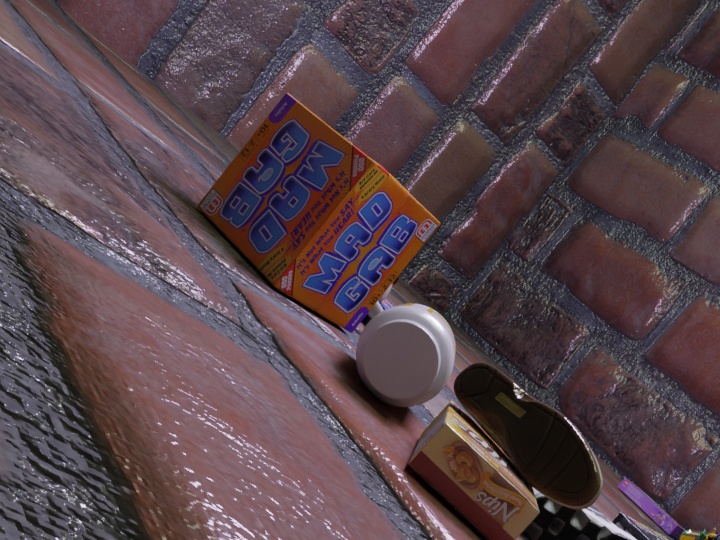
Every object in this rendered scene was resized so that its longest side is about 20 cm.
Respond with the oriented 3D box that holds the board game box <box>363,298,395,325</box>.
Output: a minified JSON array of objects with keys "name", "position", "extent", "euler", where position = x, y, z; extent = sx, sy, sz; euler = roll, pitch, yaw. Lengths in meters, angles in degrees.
[{"name":"board game box","position":[0.059,0.098,1.665],"extent":[0.134,0.045,0.200],"euler":[40,4,-15]}]

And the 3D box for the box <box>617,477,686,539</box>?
[{"name":"box","position":[0.848,0.694,2.784],"extent":[0.200,0.039,0.137],"euler":[44,4,39]}]

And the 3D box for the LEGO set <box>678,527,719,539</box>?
[{"name":"LEGO set","position":[0.459,0.412,1.150],"extent":[0.200,0.154,0.116],"euler":[51,-27,-16]}]

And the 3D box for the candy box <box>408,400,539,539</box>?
[{"name":"candy box","position":[0.112,0.195,0.943],"extent":[0.115,0.055,0.200],"euler":[42,3,6]}]

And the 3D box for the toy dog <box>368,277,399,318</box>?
[{"name":"toy dog","position":[0.000,0.000,1.529],"extent":[0.194,0.140,0.200],"euler":[43,2,12]}]

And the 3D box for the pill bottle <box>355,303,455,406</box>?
[{"name":"pill bottle","position":[0.053,0.095,1.097],"extent":[0.111,0.111,0.200],"euler":[41,4,6]}]

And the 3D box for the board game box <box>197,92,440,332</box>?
[{"name":"board game box","position":[-0.055,-0.076,1.313],"extent":[0.200,0.200,0.200],"euler":[42,4,37]}]

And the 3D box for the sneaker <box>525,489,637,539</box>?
[{"name":"sneaker","position":[0.255,0.297,1.060],"extent":[0.200,0.074,0.089],"euler":[41,5,-7]}]

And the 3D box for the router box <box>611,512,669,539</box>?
[{"name":"router box","position":[0.442,0.438,1.381],"extent":[0.200,0.062,0.150],"euler":[34,8,-47]}]

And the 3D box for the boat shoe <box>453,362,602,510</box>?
[{"name":"boat shoe","position":[0.173,0.171,0.962],"extent":[0.200,0.071,0.076],"euler":[49,-9,47]}]
